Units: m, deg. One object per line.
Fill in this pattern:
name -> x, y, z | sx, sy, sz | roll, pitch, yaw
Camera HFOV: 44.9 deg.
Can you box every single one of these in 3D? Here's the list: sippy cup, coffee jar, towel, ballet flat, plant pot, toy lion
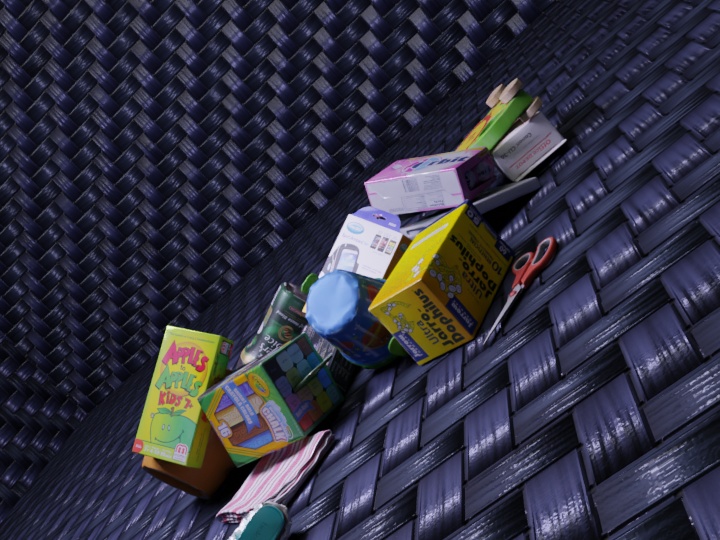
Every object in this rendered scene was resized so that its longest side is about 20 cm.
sippy cup -> -0.008, 0.062, 1.261 | 0.177, 0.130, 0.141 | -10, 67, 30
coffee jar -> -0.149, 0.130, 1.621 | 0.201, 0.104, 0.085 | -60, 11, 10
towel -> -0.126, 0.291, 1.232 | 0.146, 0.030, 0.200 | -49, 12, -33
ballet flat -> -0.148, 0.359, 1.009 | 0.200, 0.072, 0.072 | -45, 11, -21
plant pot -> -0.266, 0.268, 1.447 | 0.200, 0.200, 0.184 | -24, 37, 60
toy lion -> 0.224, -0.243, 1.561 | 0.192, 0.069, 0.200 | -50, 6, 4

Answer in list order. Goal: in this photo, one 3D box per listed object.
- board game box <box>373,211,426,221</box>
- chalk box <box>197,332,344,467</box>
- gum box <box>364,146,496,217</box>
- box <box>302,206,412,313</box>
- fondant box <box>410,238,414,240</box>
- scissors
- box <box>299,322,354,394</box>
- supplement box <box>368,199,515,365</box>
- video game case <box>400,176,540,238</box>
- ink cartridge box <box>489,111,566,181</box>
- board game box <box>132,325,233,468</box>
board game box -> 0.118, -0.121, 1.603 | 0.199, 0.028, 0.135 | -20, 4, -5
chalk box -> -0.117, 0.184, 1.289 | 0.199, 0.125, 0.125 | -29, 3, 36
gum box -> 0.122, -0.151, 1.475 | 0.199, 0.067, 0.113 | -4, 23, 39
box -> 0.000, 0.000, 1.384 | 0.119, 0.041, 0.201 | 23, 83, 37
fondant box -> 0.083, 0.011, 1.470 | 0.144, 0.058, 0.200 | -44, 10, -1
scissors -> 0.205, 0.021, 1.109 | 0.073, 0.014, 0.200 | -32, 14, 38
box -> -0.063, 0.142, 1.443 | 0.160, 0.043, 0.201 | -35, 24, 39
supplement box -> 0.116, 0.014, 1.204 | 0.109, 0.109, 0.200 | -33, 15, 42
video game case -> 0.178, -0.103, 1.474 | 0.199, 0.024, 0.182 | -25, 5, -17
ink cartridge box -> 0.291, -0.225, 1.563 | 0.116, 0.068, 0.200 | -41, 8, 8
board game box -> -0.275, 0.195, 1.353 | 0.048, 0.101, 0.202 | 38, -117, -64
